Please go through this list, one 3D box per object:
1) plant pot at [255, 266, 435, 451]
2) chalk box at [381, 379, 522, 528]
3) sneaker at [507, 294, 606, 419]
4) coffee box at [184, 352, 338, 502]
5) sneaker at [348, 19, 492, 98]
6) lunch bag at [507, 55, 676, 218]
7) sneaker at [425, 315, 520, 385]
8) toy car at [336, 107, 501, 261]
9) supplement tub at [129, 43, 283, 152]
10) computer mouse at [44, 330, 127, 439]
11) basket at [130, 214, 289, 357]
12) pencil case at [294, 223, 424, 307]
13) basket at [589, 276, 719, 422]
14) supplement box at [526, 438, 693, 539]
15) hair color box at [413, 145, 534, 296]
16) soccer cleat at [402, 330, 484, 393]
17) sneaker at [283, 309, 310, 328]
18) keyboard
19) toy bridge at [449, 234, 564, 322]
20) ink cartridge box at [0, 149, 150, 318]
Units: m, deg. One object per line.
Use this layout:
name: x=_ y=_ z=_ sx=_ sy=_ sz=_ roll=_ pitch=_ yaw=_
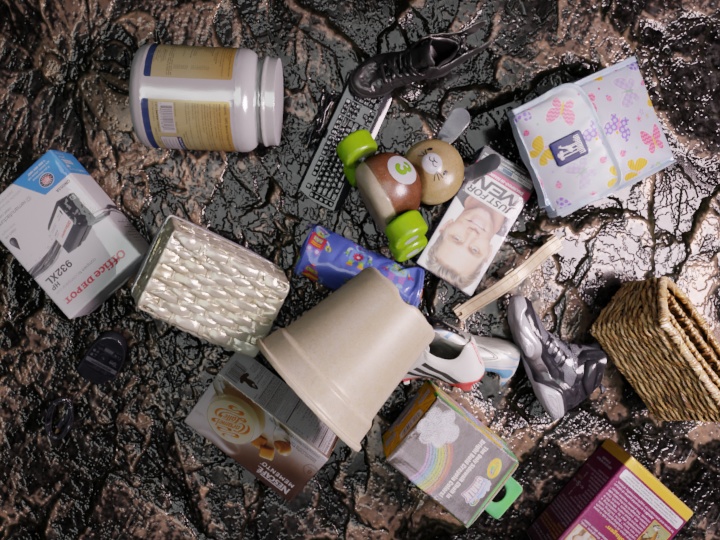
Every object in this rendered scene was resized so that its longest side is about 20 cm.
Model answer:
plant pot: x=-0.007 y=0.103 z=0.969 sx=0.183 sy=0.200 sz=0.201 roll=-44 pitch=93 yaw=-6
chalk box: x=0.145 y=0.280 z=1.073 sx=0.200 sy=0.124 sz=0.125 roll=40 pitch=91 yaw=-3
sneaker: x=0.300 y=0.115 z=1.091 sx=0.113 sy=0.076 sz=0.202 roll=-22 pitch=99 yaw=0
coffee box: x=-0.142 y=0.229 z=1.069 sx=0.199 sy=0.080 sz=0.115 roll=39 pitch=118 yaw=-2
sneaker: x=0.082 y=-0.305 z=1.041 sx=0.198 sy=0.104 sz=0.061 roll=-16 pitch=92 yaw=-8
lunch bag: x=0.322 y=-0.185 z=1.030 sx=0.198 sy=0.127 sz=0.171 roll=-23 pitch=93 yaw=-16
sneaker: x=0.141 y=0.119 z=1.090 sx=0.198 sy=0.072 sz=0.073 roll=19 pitch=100 yaw=1
toy car: x=0.093 y=-0.140 z=1.020 sx=0.199 sy=0.158 sz=0.165 roll=-31 pitch=78 yaw=-1
supplement tub: x=-0.213 y=-0.244 z=1.028 sx=0.197 sy=0.144 sz=0.146 roll=3 pitch=93 yaw=-1
computer mouse: x=-0.422 y=0.174 z=1.109 sx=0.058 sy=0.034 sz=0.201 roll=35 pitch=97 yaw=-19
basket: x=-0.213 y=0.025 z=1.029 sx=0.198 sy=0.123 sz=0.137 roll=26 pitch=93 yaw=-18
pencil case: x=0.000 y=0.000 z=1.078 sx=0.198 sy=0.087 sz=0.078 roll=22 pitch=135 yaw=-1
basket: x=0.463 y=0.105 z=1.034 sx=0.143 sy=0.149 sz=0.201 roll=-43 pitch=99 yaw=-24
supplement box: x=0.372 y=0.380 z=1.089 sx=0.131 sy=0.103 sz=0.200 roll=42 pitch=91 yaw=-3
hair color box: x=0.172 y=-0.074 z=1.084 sx=0.099 sy=0.061 sz=0.201 roll=30 pitch=93 yaw=-2
soccer cleat: x=0.083 y=0.124 z=1.046 sx=0.198 sy=0.069 sz=0.086 roll=3 pitch=121 yaw=29
sneaker: x=-0.060 y=0.159 z=1.097 sx=0.114 sy=0.076 sz=0.203 roll=-22 pitch=85 yaw=9
keyboard: x=-0.035 y=-0.198 z=1.085 sx=0.103 sy=0.040 sz=0.202 roll=25 pitch=92 yaw=-3
toy bridge: x=0.224 y=0.009 z=1.085 sx=0.199 sy=0.067 sz=0.027 roll=-36 pitch=93 yaw=2
ink cartridge box: x=-0.428 y=-0.052 z=1.065 sx=0.145 sy=0.084 sz=0.200 roll=-40 pitch=93 yaw=1
